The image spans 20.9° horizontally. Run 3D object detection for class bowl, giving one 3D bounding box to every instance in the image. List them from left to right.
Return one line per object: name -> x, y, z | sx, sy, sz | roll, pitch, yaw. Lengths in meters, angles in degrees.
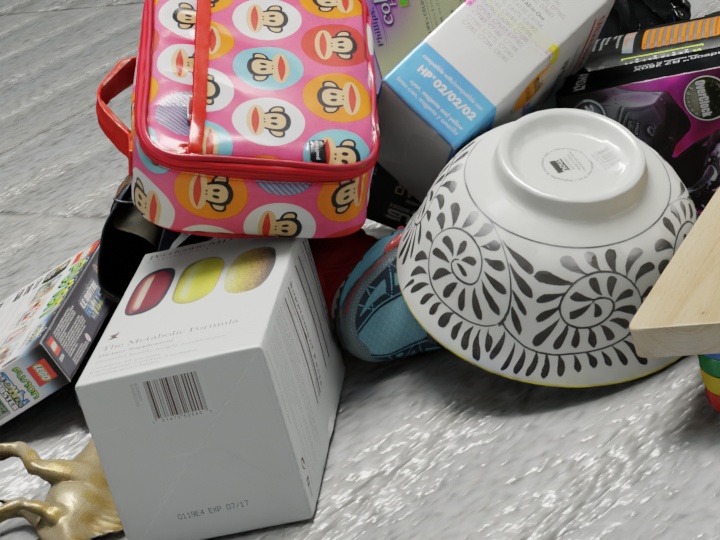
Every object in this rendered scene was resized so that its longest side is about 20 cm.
bowl -> 0.122, -0.033, 1.168 | 0.199, 0.095, 0.201 | 1, 43, -1

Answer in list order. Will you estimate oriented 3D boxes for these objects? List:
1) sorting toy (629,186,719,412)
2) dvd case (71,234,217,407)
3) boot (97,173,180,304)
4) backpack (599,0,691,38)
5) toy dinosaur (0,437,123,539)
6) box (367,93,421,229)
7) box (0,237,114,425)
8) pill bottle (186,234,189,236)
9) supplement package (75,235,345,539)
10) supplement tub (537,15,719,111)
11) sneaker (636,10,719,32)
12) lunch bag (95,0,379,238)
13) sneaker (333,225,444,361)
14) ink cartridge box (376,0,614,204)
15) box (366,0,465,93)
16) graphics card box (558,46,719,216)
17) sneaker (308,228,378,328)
sorting toy -> 0.276, 0.012, 1.081 | 0.198, 0.070, 0.200 | -5, 23, 29
dvd case -> -0.123, 0.011, 1.356 | 0.200, 0.016, 0.149 | -42, 18, -2
boot -> -0.128, -0.061, 1.367 | 0.074, 0.200, 0.097 | 24, 43, -10
backpack -> 0.158, -0.253, 1.633 | 0.134, 0.201, 0.182 | -24, -1, -20
toy dinosaur -> -0.175, 0.133, 1.162 | 0.100, 0.059, 0.200 | 1, 29, 3
box -> 0.024, -0.078, 1.390 | 0.199, 0.044, 0.160 | 20, 21, 2
box -> -0.233, 0.049, 1.383 | 0.110, 0.035, 0.200 | -31, 16, 18
pill bottle -> -0.104, -0.072, 1.542 | 0.112, 0.113, 0.200 | -23, 20, -17
supplement package -> -0.083, 0.063, 1.164 | 0.113, 0.110, 0.200 | -12, 20, 9
supplement tub -> 0.219, -0.110, 1.371 | 0.199, 0.123, 0.123 | -8, 21, 20
sneaker -> 0.245, -0.155, 1.482 | 0.199, 0.076, 0.087 | -20, -17, 40
lunch bag -> -0.079, -0.107, 1.236 | 0.175, 0.082, 0.201 | 3, 44, -6
sneaker -> 0.080, 0.007, 1.234 | 0.199, 0.080, 0.096 | -21, 22, -13
ink cartridge box -> 0.098, -0.143, 1.279 | 0.200, 0.068, 0.115 | -44, -9, -17
box -> 0.048, -0.222, 1.723 | 0.096, 0.177, 0.200 | 6, 30, 46
graphics card box -> 0.239, -0.082, 1.277 | 0.199, 0.126, 0.051 | -8, 22, 19
sneaker -> 0.000, 0.000, 1.356 | 0.115, 0.079, 0.200 | -1, 29, 6
